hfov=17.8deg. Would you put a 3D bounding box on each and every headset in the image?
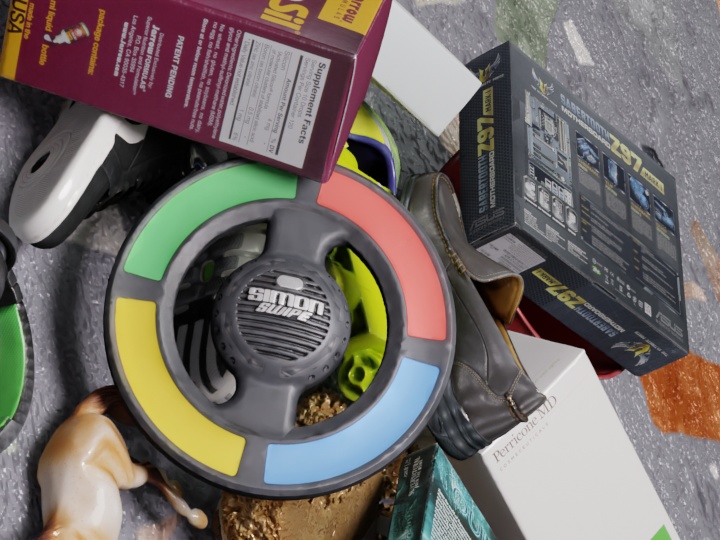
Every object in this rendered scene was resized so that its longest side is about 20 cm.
[{"bbox_3d":[-0.238,0.006,1.196,0.124,0.093,0.201,-54,129,-59],"label":"headset"}]

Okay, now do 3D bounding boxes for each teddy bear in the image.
[{"bbox_3d":[-0.025,0.143,1.385,0.200,0.066,0.146,-28,119,-55],"label":"teddy bear"}]

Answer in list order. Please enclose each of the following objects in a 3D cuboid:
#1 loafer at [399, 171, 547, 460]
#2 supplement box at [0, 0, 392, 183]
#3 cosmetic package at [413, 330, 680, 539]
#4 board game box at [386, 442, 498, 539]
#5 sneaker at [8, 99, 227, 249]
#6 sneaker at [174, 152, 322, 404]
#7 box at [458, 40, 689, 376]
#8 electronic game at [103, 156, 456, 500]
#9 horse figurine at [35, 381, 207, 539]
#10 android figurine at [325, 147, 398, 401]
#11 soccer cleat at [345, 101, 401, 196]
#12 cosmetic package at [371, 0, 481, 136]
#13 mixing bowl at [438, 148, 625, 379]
[{"bbox_3d":[0.070,0.019,1.429,0.073,0.072,0.201,41,32,-52],"label":"loafer"},{"bbox_3d":[-0.092,-0.138,1.318,0.198,0.086,0.111,18,32,3],"label":"supplement box"},{"bbox_3d":[0.125,0.151,1.495,0.108,0.085,0.201,-43,121,-23],"label":"cosmetic package"},{"bbox_3d":[0.076,0.217,1.353,0.201,0.028,0.136,58,21,-21],"label":"board game box"},{"bbox_3d":[-0.130,-0.057,1.366,0.112,0.073,0.201,47,35,-22],"label":"sneaker"},{"bbox_3d":[-0.061,0.012,1.437,0.115,0.075,0.201,42,47,-41],"label":"sneaker"},{"bbox_3d":[0.146,-0.040,1.577,0.200,0.051,0.159,34,43,-38],"label":"box"},{"bbox_3d":[-0.044,0.029,1.287,0.198,0.042,0.202,2,71,-6],"label":"electronic game"},{"bbox_3d":[-0.136,0.137,1.253,0.132,0.050,0.201,40,40,-38],"label":"horse figurine"},{"bbox_3d":[0.000,0.000,1.426,0.200,0.041,0.183,29,43,-66],"label":"android figurine"},{"bbox_3d":[-0.039,-0.112,1.536,0.200,0.065,0.084,42,19,-35],"label":"soccer cleat"},{"bbox_3d":[-0.021,-0.183,1.535,0.151,0.052,0.200,37,5,-35],"label":"cosmetic package"},{"bbox_3d":[0.099,-0.001,1.629,0.200,0.108,0.202,35,43,-40],"label":"mixing bowl"}]
